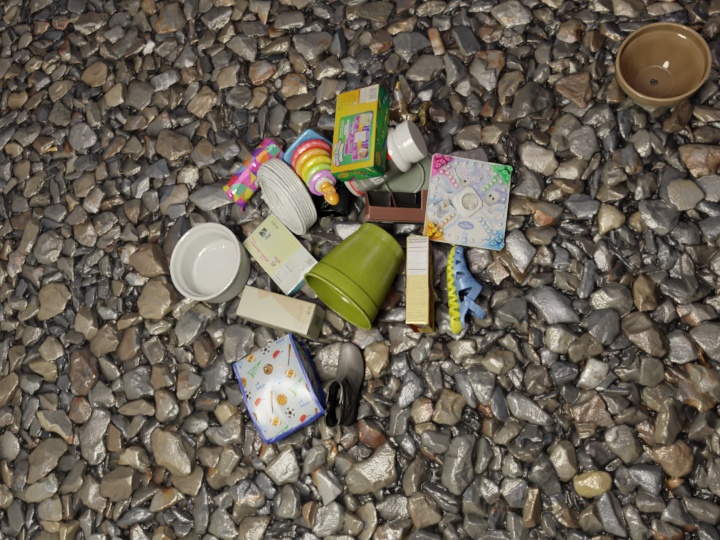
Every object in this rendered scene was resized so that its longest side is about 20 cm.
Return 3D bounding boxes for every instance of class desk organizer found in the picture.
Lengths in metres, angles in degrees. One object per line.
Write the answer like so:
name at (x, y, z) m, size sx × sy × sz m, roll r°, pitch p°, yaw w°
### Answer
desk organizer at (0.109, -0.151, 1.386) m, size 0.196 × 0.072 × 0.079 m, roll 1°, pitch 90°, yaw -8°

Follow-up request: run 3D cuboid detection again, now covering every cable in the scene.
cable at (-0.184, -0.184, 1.455) m, size 0.069 × 0.200 × 0.201 m, roll -36°, pitch 87°, yaw -16°

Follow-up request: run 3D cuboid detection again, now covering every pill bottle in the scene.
pill bottle at (0.053, -0.272, 1.398) m, size 0.198 × 0.113 × 0.116 m, roll -26°, pitch 69°, yaw 26°

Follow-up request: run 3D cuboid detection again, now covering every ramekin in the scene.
ramekin at (-0.384, -0.012, 1.510) m, size 0.196 × 0.098 × 0.205 m, roll -4°, pitch 74°, yaw 13°

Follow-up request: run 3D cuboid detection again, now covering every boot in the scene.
boot at (-0.037, 0.257, 1.327) m, size 0.068 × 0.132 × 0.204 m, roll -4°, pitch 74°, yaw 14°
boot at (-0.107, -0.232, 1.507) m, size 0.196 × 0.077 × 0.171 m, roll 13°, pitch 75°, yaw 11°

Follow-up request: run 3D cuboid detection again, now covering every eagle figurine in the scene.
eagle figurine at (0.080, -0.396, 1.462) m, size 0.196 × 0.152 × 0.154 m, roll -1°, pitch 74°, yaw 15°

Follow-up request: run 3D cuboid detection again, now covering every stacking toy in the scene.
stacking toy at (-0.094, -0.223, 1.372) m, size 0.110 × 0.115 × 0.202 m, roll -42°, pitch 52°, yaw 21°

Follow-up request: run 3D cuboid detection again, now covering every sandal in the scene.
sandal at (0.243, 0.043, 1.346) m, size 0.085 × 0.079 × 0.204 m, roll -5°, pitch 82°, yaw 9°

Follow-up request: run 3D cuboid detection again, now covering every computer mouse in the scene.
computer mouse at (0.296, -0.239, 1.426) m, size 0.196 × 0.046 × 0.143 m, roll -18°, pitch 83°, yaw 9°

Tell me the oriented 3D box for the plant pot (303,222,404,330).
plant pot at (0.000, 0.000, 1.370) m, size 0.199 × 0.201 × 0.194 m, roll 32°, pitch 72°, yaw 20°

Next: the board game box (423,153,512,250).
board game box at (0.255, -0.161, 1.359) m, size 0.196 × 0.026 × 0.204 m, roll 8°, pitch 87°, yaw -8°

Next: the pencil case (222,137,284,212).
pencil case at (-0.285, -0.261, 1.563) m, size 0.088 × 0.088 × 0.201 m, roll 41°, pitch 90°, yaw 21°

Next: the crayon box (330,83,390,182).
crayon box at (0.000, -0.315, 1.339) m, size 0.117 × 0.058 × 0.204 m, roll -3°, pitch 76°, yaw 33°

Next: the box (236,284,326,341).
box at (-0.195, 0.105, 1.432) m, size 0.196 × 0.095 × 0.079 m, roll 14°, pitch 78°, yaw 17°

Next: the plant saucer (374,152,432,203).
plant saucer at (0.113, -0.226, 1.463) m, size 0.196 × 0.050 × 0.204 m, roll -4°, pitch 74°, yaw 14°

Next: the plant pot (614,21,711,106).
plant pot at (0.693, -0.462, 1.351) m, size 0.197 × 0.093 × 0.205 m, roll -4°, pitch 75°, yaw 13°

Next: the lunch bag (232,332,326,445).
lunch bag at (-0.183, 0.282, 1.365) m, size 0.168 × 0.124 × 0.202 m, roll -30°, pitch 62°, yaw 4°

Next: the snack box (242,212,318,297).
snack box at (-0.205, -0.041, 1.503) m, size 0.116 × 0.037 × 0.200 m, roll -44°, pitch 69°, yaw 0°

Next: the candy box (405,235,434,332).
candy box at (0.140, 0.034, 1.349) m, size 0.055 × 0.117 × 0.204 m, roll -1°, pitch 74°, yaw 14°
